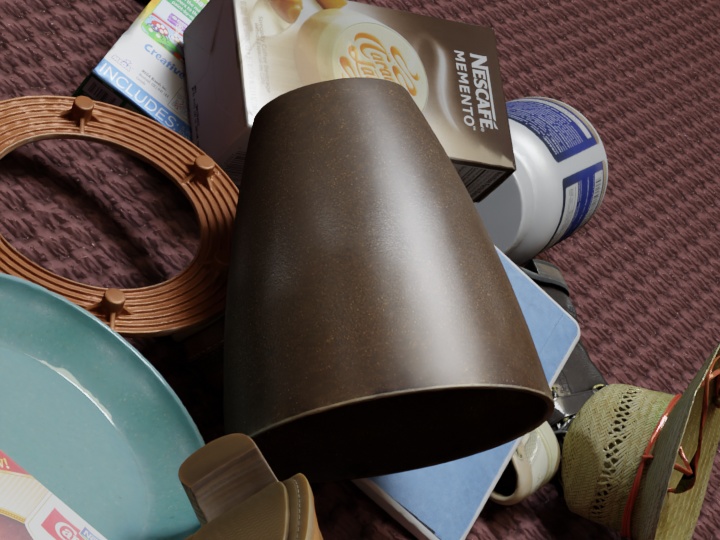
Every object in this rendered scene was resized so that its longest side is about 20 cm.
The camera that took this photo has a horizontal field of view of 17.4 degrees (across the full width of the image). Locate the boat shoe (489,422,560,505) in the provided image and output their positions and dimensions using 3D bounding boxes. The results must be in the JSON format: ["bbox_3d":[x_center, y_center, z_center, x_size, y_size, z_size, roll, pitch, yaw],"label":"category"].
[{"bbox_3d":[0.048,0.066,1.519,0.200,0.072,0.065,51,25,7],"label":"boat shoe"}]

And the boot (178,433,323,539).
[{"bbox_3d":[-0.030,0.176,1.154,0.155,0.077,0.200,61,-8,-16],"label":"boot"}]

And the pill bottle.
[{"bbox_3d":[0.104,-0.062,1.736,0.116,0.116,0.200,45,21,8],"label":"pill bottle"}]

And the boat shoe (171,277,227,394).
[{"bbox_3d":[-0.036,0.020,1.453,0.200,0.072,0.068,-28,89,-45],"label":"boat shoe"}]

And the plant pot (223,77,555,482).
[{"bbox_3d":[0.000,0.000,1.340,0.187,0.187,0.200,11,63,-48],"label":"plant pot"}]

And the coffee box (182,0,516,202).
[{"bbox_3d":[-0.008,-0.111,1.550,0.200,0.080,0.115,7,62,-29],"label":"coffee box"}]

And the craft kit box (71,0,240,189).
[{"bbox_3d":[-0.066,-0.123,1.601,0.200,0.049,0.198,39,52,-7],"label":"craft kit box"}]

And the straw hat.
[{"bbox_3d":[0.177,0.123,1.535,0.085,0.201,0.201,16,20,16],"label":"straw hat"}]

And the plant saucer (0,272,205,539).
[{"bbox_3d":[-0.165,0.084,1.224,0.200,0.036,0.200,33,26,-18],"label":"plant saucer"}]

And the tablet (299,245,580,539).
[{"bbox_3d":[0.052,0.066,1.468,0.130,0.014,0.200,42,54,-13],"label":"tablet"}]

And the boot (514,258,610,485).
[{"bbox_3d":[0.118,0.074,1.614,0.200,0.069,0.174,1,54,-45],"label":"boot"}]

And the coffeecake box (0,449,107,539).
[{"bbox_3d":[-0.164,0.181,1.025,0.153,0.073,0.200,40,25,-3],"label":"coffeecake box"}]

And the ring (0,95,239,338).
[{"bbox_3d":[-0.154,-0.038,1.376,0.200,0.019,0.201,14,41,-12],"label":"ring"}]
